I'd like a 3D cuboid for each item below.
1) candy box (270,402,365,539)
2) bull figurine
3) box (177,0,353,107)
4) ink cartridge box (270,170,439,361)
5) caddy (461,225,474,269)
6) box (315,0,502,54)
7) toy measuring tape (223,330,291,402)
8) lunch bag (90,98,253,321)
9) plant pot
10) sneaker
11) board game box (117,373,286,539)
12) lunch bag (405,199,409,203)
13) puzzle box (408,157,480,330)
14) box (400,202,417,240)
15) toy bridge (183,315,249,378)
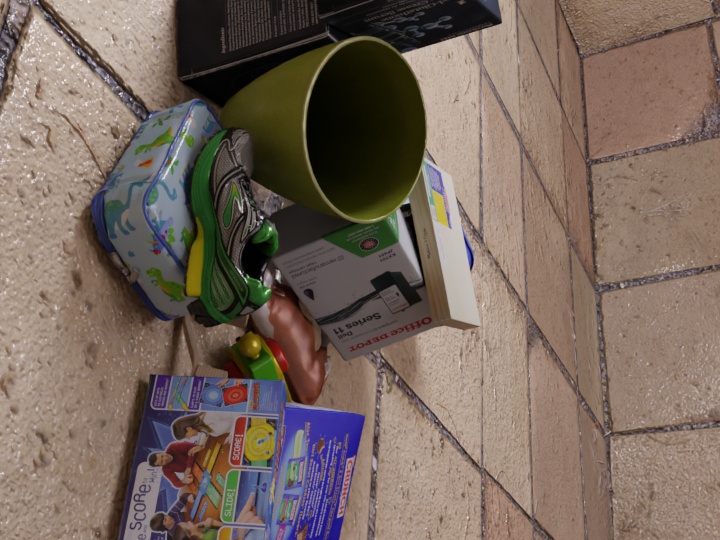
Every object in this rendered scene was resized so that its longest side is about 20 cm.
[{"bbox_3d":[-0.082,0.228,1.079,0.199,0.076,0.172,21,79,-61],"label":"candy box"},{"bbox_3d":[-0.089,0.061,1.205,0.122,0.064,0.203,-55,131,-63],"label":"bull figurine"},{"bbox_3d":[-0.082,-0.267,1.198,0.200,0.194,0.126,26,56,-62],"label":"box"},{"bbox_3d":[0.000,0.000,1.195,0.084,0.145,0.201,-97,159,-46],"label":"ink cartridge box"},{"bbox_3d":[0.097,-0.034,1.585,0.201,0.140,0.106,63,33,-34],"label":"caddy"},{"bbox_3d":[0.051,-0.322,1.099,0.199,0.147,0.109,1,78,-65],"label":"box"},{"bbox_3d":[-0.111,0.131,1.145,0.201,0.072,0.074,78,17,-49],"label":"toy measuring tape"},{"bbox_3d":[-0.181,-0.059,1.022,0.202,0.081,0.162,-76,147,-45],"label":"lunch bag"},{"bbox_3d":[-0.061,-0.153,1.099,0.186,0.198,0.190,-8,102,-45],"label":"plant pot"},{"bbox_3d":[-0.113,-0.046,0.967,0.078,0.084,0.203,41,42,-59],"label":"sneaker"},{"bbox_3d":[-0.145,0.195,0.928,0.035,0.133,0.202,85,9,-58],"label":"board game box"},{"bbox_3d":[0.030,-0.030,1.387,0.200,0.159,0.083,49,41,-45],"label":"lunch bag"},{"bbox_3d":[0.100,-0.031,1.228,0.133,0.025,0.203,18,60,-66],"label":"puzzle box"},{"bbox_3d":[0.021,0.010,1.314,0.194,0.197,0.048,57,30,-43],"label":"box"},{"bbox_3d":[-0.150,0.039,1.070,0.027,0.066,0.202,106,-2,-49],"label":"toy bridge"}]
